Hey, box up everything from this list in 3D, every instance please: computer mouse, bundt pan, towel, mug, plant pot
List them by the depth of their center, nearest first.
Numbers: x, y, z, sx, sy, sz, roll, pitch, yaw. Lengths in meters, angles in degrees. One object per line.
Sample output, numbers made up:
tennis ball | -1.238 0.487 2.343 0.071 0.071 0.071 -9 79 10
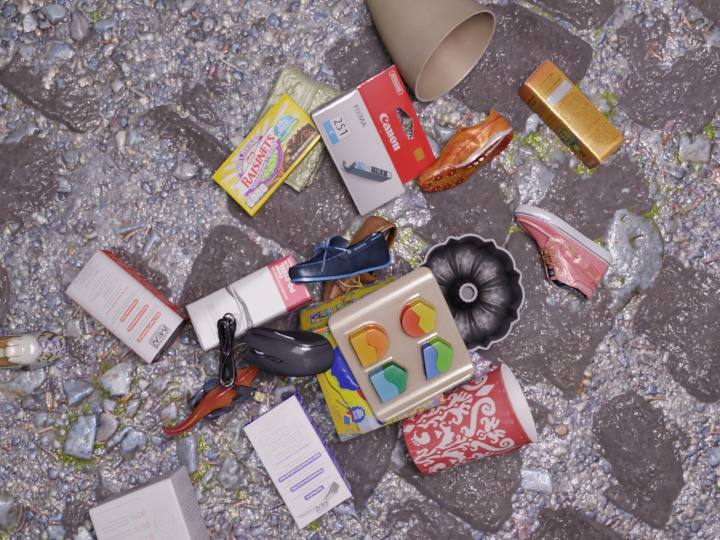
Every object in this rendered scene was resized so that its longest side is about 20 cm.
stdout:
computer mouse | -0.143 0.155 1.114 0.195 0.046 0.143 12 112 8
mug | 0.191 0.278 1.198 0.197 0.134 0.180 -26 106 17
plant pot | 0.105 -0.439 1.240 0.186 0.187 0.201 -39 73 -2
bundt pan | 0.186 0.040 1.250 0.197 0.076 0.207 0 87 1
towel | -0.120 -0.260 1.288 0.146 0.036 0.203 26 87 1

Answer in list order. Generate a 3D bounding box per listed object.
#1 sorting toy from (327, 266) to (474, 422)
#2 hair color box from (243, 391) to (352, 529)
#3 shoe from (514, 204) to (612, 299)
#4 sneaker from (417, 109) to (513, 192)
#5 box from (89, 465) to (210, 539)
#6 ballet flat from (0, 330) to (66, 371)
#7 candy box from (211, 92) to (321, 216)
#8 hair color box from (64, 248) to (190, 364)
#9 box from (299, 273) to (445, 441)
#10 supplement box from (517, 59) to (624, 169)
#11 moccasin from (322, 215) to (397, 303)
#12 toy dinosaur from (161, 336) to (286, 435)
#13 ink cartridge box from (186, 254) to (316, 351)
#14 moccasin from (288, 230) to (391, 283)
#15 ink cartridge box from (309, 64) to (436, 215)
sorting toy | 0.068 0.122 1.112 0.182 0.037 0.203 -27 107 0
hair color box | -0.109 0.331 1.243 0.108 0.065 0.202 -30 85 -2
shoe | 0.347 -0.032 1.255 0.198 0.071 0.092 31 82 -3
sneaker | 0.182 -0.212 1.278 0.198 0.073 0.078 -34 65 -5
box | -0.349 0.468 1.214 0.149 0.106 0.204 -20 87 -1
ballet flat | -0.628 0.147 1.252 0.195 0.072 0.074 -4 87 0
candy box | -0.163 -0.205 1.257 0.102 0.026 0.201 42 92 2
hair color box | -0.413 0.063 1.259 0.199 0.061 0.102 39 88 3
box | 0.018 0.144 1.195 0.189 0.122 0.204 -20 107 -1
supplement box | 0.378 -0.279 1.273 0.200 0.067 0.069 45 88 3
moccasin | 0.001 0.001 1.249 0.074 0.077 0.203 42 81 -36
toy dinosaur | -0.211 0.211 1.213 0.180 0.201 0.106 -32 104 29
ink cartridge box | -0.184 0.057 1.216 0.197 0.145 0.086 -26 86 -1
moccasin | -0.038 -0.024 1.157 0.198 0.080 0.070 -14 97 -42
ink cartridge box | 0.030 -0.228 1.245 0.174 0.045 0.202 -29 111 -1
